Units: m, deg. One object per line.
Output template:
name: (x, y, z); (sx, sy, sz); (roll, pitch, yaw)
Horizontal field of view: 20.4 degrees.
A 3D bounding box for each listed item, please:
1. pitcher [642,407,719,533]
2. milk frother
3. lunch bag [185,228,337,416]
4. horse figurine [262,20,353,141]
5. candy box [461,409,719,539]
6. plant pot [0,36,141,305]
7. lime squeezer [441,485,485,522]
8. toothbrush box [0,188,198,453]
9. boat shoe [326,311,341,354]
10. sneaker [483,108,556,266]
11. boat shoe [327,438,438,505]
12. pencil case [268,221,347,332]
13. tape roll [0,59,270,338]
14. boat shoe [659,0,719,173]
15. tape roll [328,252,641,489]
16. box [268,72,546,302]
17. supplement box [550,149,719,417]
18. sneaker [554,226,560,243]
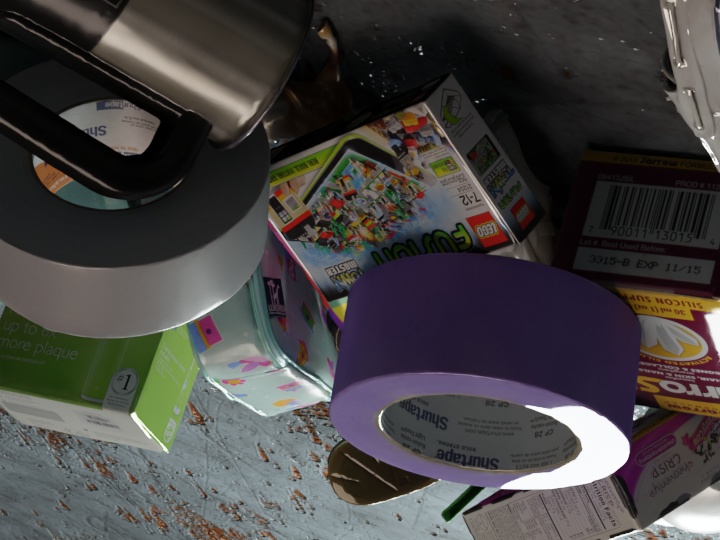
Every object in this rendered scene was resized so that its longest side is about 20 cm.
pitcher: (0.251, 0.160, 1.634); (0.170, 0.122, 0.200); (-5, 166, -8)
milk frother: (-0.163, -0.154, 1.246); (0.187, 0.181, 0.200); (30, -172, -23)
lunch bag: (-0.077, 0.016, 1.515); (0.077, 0.162, 0.200); (-12, 161, 12)
horse figurine: (-0.068, -0.118, 1.359); (0.199, 0.050, 0.133); (4, 148, 27)
candy box: (0.184, 0.159, 1.501); (0.200, 0.136, 0.061); (-31, 86, 56)
plant pot: (-0.232, -0.079, 1.433); (0.133, 0.202, 0.201); (-11, 155, 0)
lime squeezer: (0.142, 0.125, 1.580); (0.038, 0.200, 0.071); (54, -173, 13)
toothbrush box: (-0.198, 0.029, 1.607); (0.145, 0.201, 0.086); (10, 156, 22)
boat shoe: (0.043, 0.083, 1.572); (0.200, 0.073, 0.063); (43, -179, -39)
sneaker: (0.113, -0.020, 1.351); (0.074, 0.082, 0.201); (14, 144, 37)
boat shoe: (0.069, 0.125, 1.525); (0.199, 0.072, 0.066); (-14, -162, -6)
pencil case: (0.000, 0.000, 1.441); (0.088, 0.088, 0.201); (-15, 113, 55)
tape roll: (-0.157, -0.052, 1.276); (0.199, 0.201, 0.066); (15, 137, 11)
boat shoe: (0.204, -0.115, 1.131); (0.065, 0.074, 0.201); (15, 148, 23)
tape roll: (0.082, 0.070, 1.314); (0.198, 0.086, 0.200); (8, 156, 4)
box: (0.017, -0.049, 1.294); (0.199, 0.035, 0.110); (-19, 112, 50)
supplement box: (0.221, 0.014, 1.359); (0.130, 0.104, 0.200); (6, 155, 26)
sneaker: (0.140, 0.054, 1.502); (0.075, 0.116, 0.200); (6, 155, 29)
